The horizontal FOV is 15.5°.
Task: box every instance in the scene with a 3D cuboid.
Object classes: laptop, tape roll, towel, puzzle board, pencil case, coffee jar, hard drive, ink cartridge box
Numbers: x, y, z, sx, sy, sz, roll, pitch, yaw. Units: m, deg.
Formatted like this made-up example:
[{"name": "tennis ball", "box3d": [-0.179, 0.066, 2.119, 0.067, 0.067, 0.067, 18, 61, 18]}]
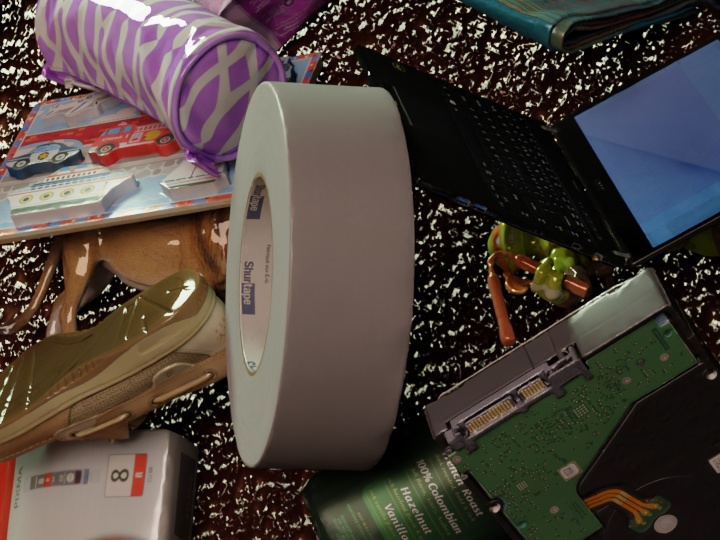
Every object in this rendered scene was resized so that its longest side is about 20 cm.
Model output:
[{"name": "laptop", "box3d": [0.118, -0.088, 1.407, 0.104, 0.199, 0.178, -61, 22, 19]}, {"name": "tape roll", "box3d": [-0.024, 0.003, 1.381, 0.066, 0.200, 0.202, 1, 69, -11]}, {"name": "towel", "box3d": [0.082, -0.187, 1.523, 0.199, 0.146, 0.022, 33, 124, 29]}, {"name": "puzzle board", "box3d": [-0.131, -0.076, 1.588, 0.198, 0.017, 0.151, -9, 33, 21]}, {"name": "pencil case", "box3d": [-0.125, -0.126, 1.569, 0.086, 0.084, 0.200, -58, 37, -2]}, {"name": "coffee jar", "box3d": [0.074, 0.103, 1.433, 0.199, 0.104, 0.086, -31, 85, 11]}, {"name": "hard drive", "box3d": [0.139, 0.102, 1.357, 0.139, 0.200, 0.038, -33, 39, 10]}, {"name": "ink cartridge box", "box3d": [-0.197, 0.177, 1.556, 0.198, 0.050, 0.164, -2, 71, 19]}]

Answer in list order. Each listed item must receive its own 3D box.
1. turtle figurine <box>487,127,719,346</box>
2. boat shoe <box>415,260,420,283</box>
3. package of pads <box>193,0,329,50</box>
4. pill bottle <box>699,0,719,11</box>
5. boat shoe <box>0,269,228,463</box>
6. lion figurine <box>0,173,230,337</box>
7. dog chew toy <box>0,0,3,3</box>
[{"name": "turtle figurine", "box3d": [0.137, -0.019, 1.460, 0.160, 0.065, 0.201, -12, 30, 11]}, {"name": "boat shoe", "box3d": [-0.001, -0.001, 1.520, 0.063, 0.074, 0.203, -3, 72, 19]}, {"name": "package of pads", "box3d": [-0.085, -0.240, 1.640, 0.120, 0.076, 0.200, -42, 61, 7]}, {"name": "pill bottle", "box3d": [0.214, -0.218, 1.484, 0.111, 0.112, 0.201, -31, 63, 10]}, {"name": "boat shoe", "box3d": [-0.150, 0.072, 1.517, 0.199, 0.065, 0.072, -27, 29, 31]}, {"name": "lion figurine", "box3d": [-0.123, -0.010, 1.573, 0.198, 0.072, 0.124, 4, 87, 16]}, {"name": "dog chew toy", "box3d": [-0.275, -0.201, 1.687, 0.124, 0.125, 0.201, 27, 76, 28]}]
